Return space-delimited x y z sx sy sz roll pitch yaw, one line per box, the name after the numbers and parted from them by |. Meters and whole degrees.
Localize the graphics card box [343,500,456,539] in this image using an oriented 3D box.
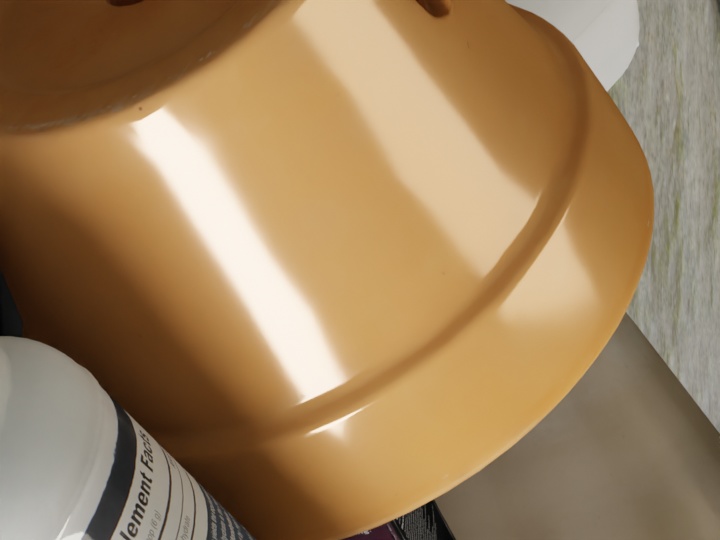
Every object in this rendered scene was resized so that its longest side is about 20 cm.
-0.026 0.120 1.028 0.200 0.125 0.051 63 21 -51 | graphics card box

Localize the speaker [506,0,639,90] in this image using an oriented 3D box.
0.032 -0.060 1.017 0.200 0.081 0.081 -47 131 -51 | speaker

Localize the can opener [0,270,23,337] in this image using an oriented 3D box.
-0.123 0.039 0.894 0.066 0.053 0.201 -153 -126 -70 | can opener

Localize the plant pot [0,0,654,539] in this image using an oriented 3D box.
-0.031 -0.036 0.803 0.140 0.200 0.200 57 31 -36 | plant pot

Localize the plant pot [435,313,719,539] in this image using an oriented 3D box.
0.109 0.112 1.400 0.174 0.200 0.200 66 20 -4 | plant pot

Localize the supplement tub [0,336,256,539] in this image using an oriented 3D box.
-0.088 0.108 0.725 0.200 0.140 0.140 46 35 -24 | supplement tub
